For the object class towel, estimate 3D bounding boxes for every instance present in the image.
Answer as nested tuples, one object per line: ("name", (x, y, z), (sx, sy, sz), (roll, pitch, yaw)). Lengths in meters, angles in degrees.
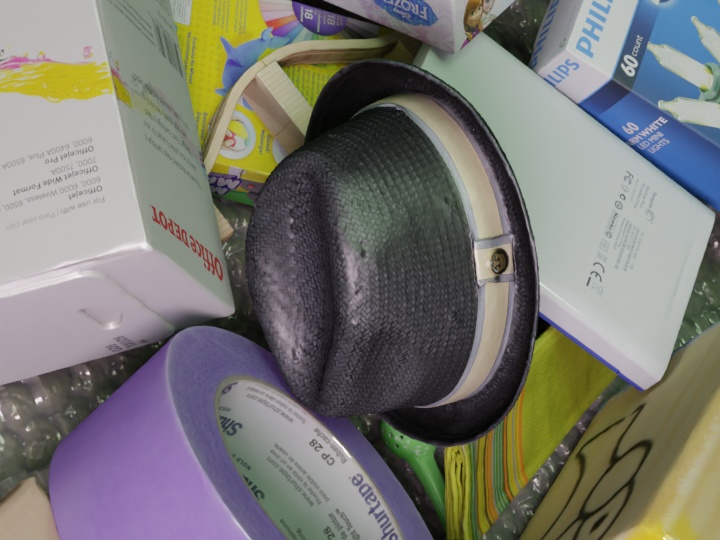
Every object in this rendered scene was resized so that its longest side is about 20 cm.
("towel", (0.104, 0.070, 1.207), (0.018, 0.087, 0.200), (20, 43, 26))

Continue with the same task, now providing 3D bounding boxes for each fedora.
("fedora", (0.000, 0.000, 1.080), (0.091, 0.200, 0.202), (-17, 77, -37))

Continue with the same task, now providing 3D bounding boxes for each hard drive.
("hard drive", (0.102, -0.040, 1.206), (0.199, 0.025, 0.133), (36, 50, -13))

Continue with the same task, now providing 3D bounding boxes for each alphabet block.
("alphabet block", (0.205, 0.162, 1.150), (0.196, 0.195, 0.200), (42, 51, -3))

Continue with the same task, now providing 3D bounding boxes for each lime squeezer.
("lime squeezer", (0.045, 0.069, 1.214), (0.070, 0.038, 0.202), (13, 63, -21))

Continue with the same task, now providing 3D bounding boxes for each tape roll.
("tape roll", (-0.050, 0.130, 1.048), (0.200, 0.085, 0.200), (43, 17, -17))

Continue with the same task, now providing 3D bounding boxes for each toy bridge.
("toy bridge", (-0.040, -0.083, 1.185), (0.200, 0.027, 0.067), (-38, 90, -33))

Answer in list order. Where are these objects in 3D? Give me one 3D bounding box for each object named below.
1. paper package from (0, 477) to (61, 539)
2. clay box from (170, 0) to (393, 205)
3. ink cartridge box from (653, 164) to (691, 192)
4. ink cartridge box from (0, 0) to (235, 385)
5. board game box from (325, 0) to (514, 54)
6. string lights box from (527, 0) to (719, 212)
("paper package", (-0.164, 0.234, 1.000), (0.200, 0.103, 0.190), (49, 57, 1))
("clay box", (-0.057, -0.096, 1.227), (0.198, 0.048, 0.116), (15, 64, -22))
("ink cartridge box", (0.119, -0.052, 1.288), (0.200, 0.059, 0.104), (-38, 90, -33))
("ink cartridge box", (-0.165, -0.065, 1.072), (0.143, 0.147, 0.202), (-16, 73, 9))
("board game box", (0.033, -0.224, 1.268), (0.198, 0.041, 0.200), (26, 52, 30))
("string lights box", (0.200, -0.107, 1.280), (0.199, 0.059, 0.103), (30, 62, -15))
